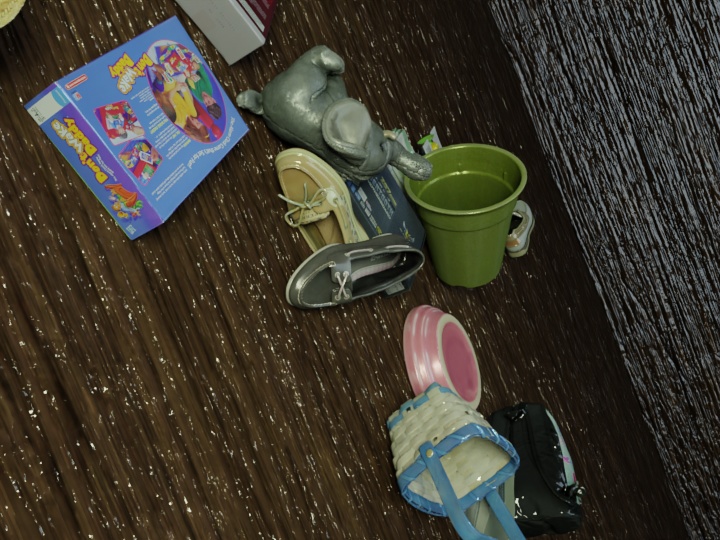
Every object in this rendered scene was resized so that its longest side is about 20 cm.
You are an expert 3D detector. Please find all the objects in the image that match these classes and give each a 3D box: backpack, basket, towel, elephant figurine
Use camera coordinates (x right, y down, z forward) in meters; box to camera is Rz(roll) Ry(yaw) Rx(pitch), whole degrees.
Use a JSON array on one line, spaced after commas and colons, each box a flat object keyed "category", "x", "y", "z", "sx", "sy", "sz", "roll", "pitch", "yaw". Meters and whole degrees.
[{"category": "backpack", "x": 0.271, "y": 0.323, "z": 1.043, "sx": 0.128, "sy": 0.163, "sz": 0.202, "roll": 70, "pitch": 17, "yaw": -44}, {"category": "basket", "x": 0.128, "y": 0.256, "z": 0.783, "sx": 0.176, "sy": 0.139, "sz": 0.201, "roll": 42, "pitch": 9, "yaw": -40}, {"category": "towel", "x": 0.078, "y": -0.148, "z": 1.113, "sx": 0.150, "sy": 0.030, "sz": 0.201, "roll": 56, "pitch": 30, "yaw": -23}, {"category": "elephant figurine", "x": -0.024, "y": -0.167, "z": 0.801, "sx": 0.201, "sy": 0.154, "sz": 0.141, "roll": 54, "pitch": 6, "yaw": 6}]

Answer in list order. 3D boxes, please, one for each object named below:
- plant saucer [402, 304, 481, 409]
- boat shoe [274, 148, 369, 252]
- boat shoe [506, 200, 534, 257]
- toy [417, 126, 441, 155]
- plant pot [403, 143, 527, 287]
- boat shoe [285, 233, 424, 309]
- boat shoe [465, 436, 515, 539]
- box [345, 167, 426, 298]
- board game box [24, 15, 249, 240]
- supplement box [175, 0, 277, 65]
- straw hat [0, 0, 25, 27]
[{"category": "plant saucer", "x": 0.136, "y": 0.148, "z": 1.001, "sx": 0.200, "sy": 0.050, "sz": 0.204, "roll": 42, "pitch": 38, "yaw": -43}, {"category": "boat shoe", "x": -0.043, "y": -0.060, "z": 0.788, "sx": 0.201, "sy": 0.072, "sz": 0.063, "roll": 54, "pitch": 37, "yaw": -34}, {"category": "boat shoe", "x": 0.404, "y": -0.125, "z": 1.646, "sx": 0.069, "sy": 0.074, "sz": 0.202, "roll": 58, "pitch": 30, "yaw": -32}, {"category": "toy", "x": 0.158, "y": -0.168, "z": 1.253, "sx": 0.203, "sy": 0.046, "sz": 0.116, "roll": 66, "pitch": 27, "yaw": -22}, {"category": "plant pot", "x": 0.178, "y": -0.080, "z": 1.086, "sx": 0.202, "sy": 0.196, "sz": 0.192, "roll": -76, "pitch": 163, "yaw": -47}, {"category": "boat shoe", "x": 0.000, "y": 0.000, "z": 0.768, "sx": 0.198, "sy": 0.056, "sz": 0.068, "roll": -23, "pitch": 122, "yaw": -41}, {"category": "boat shoe", "x": 0.177, "y": 0.325, "z": 0.921, "sx": 0.069, "sy": 0.071, "sz": 0.205, "roll": -7, "pitch": 105, "yaw": -33}, {"category": "box", "x": 0.022, "y": -0.085, "z": 0.948, "sx": 0.202, "sy": 0.050, "sz": 0.159, "roll": 57, "pitch": 29, "yaw": -23}, {"category": "board game box", "x": -0.193, "y": -0.141, "z": 0.598, "sx": 0.136, "sy": 0.044, "sz": 0.201, "roll": 57, "pitch": 30, "yaw": -23}, {"category": "supplement box", "x": -0.157, "y": -0.365, "z": 0.797, "sx": 0.109, "sy": 0.060, "sz": 0.203, "roll": 47, "pitch": 36, "yaw": -38}, {"category": "straw hat", "x": -0.313, "y": -0.204, "z": 0.379, "sx": 0.200, "sy": 0.084, "sz": 0.205, "roll": 30, "pitch": 50, "yaw": -45}]
